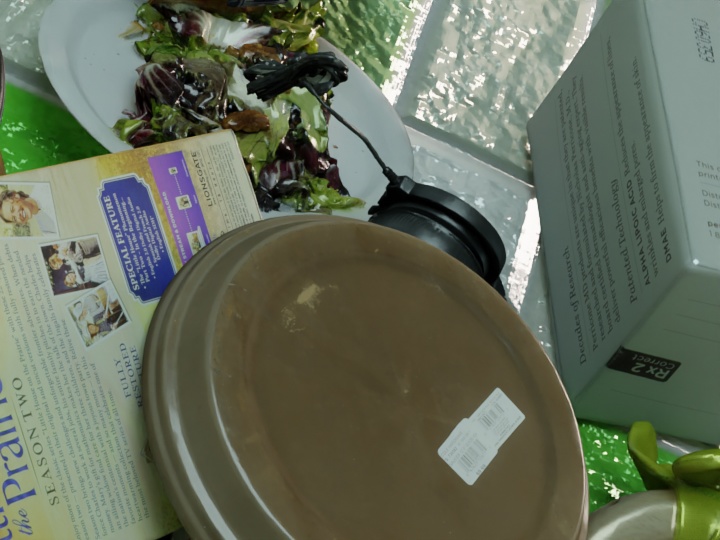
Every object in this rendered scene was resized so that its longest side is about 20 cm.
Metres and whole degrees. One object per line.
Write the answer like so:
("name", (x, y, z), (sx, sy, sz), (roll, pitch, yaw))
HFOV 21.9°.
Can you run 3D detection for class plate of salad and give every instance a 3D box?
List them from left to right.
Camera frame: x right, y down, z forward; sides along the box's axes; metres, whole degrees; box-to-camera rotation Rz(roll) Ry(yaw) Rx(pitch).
("plate of salad", (-0.060, -0.094, 0.915), (0.199, 0.048, 0.201), (20, 35, -15))

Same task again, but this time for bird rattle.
("bird rattle", (0.125, 0.146, 0.804), (0.199, 0.113, 0.164), (-21, 82, -34))

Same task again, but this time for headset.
("headset", (0.000, 0.000, 0.840), (0.123, 0.094, 0.201), (-25, 106, -41))

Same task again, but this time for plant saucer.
("plant saucer", (0.011, 0.059, 0.717), (0.199, 0.029, 0.201), (19, 49, -24))

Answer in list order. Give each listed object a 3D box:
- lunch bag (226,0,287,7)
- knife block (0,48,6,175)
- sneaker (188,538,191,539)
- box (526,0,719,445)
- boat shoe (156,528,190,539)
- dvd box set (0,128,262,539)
("lunch bag", (-0.054, -0.216, 0.983), (0.160, 0.083, 0.200), (-11, 40, -32))
("knife block", (-0.182, -0.023, 0.769), (0.064, 0.201, 0.176), (0, 12, 0))
("sneaker", (-0.040, 0.184, 0.674), (0.112, 0.071, 0.201), (45, 29, -36))
("box", (0.207, -0.023, 0.954), (0.198, 0.131, 0.201), (12, 50, -18))
("boat shoe", (-0.101, 0.048, 0.781), (0.066, 0.074, 0.200), (22, 55, -25))
("dvd box set", (-0.100, 0.032, 0.698), (0.200, 0.029, 0.147), (-19, 90, -51))
